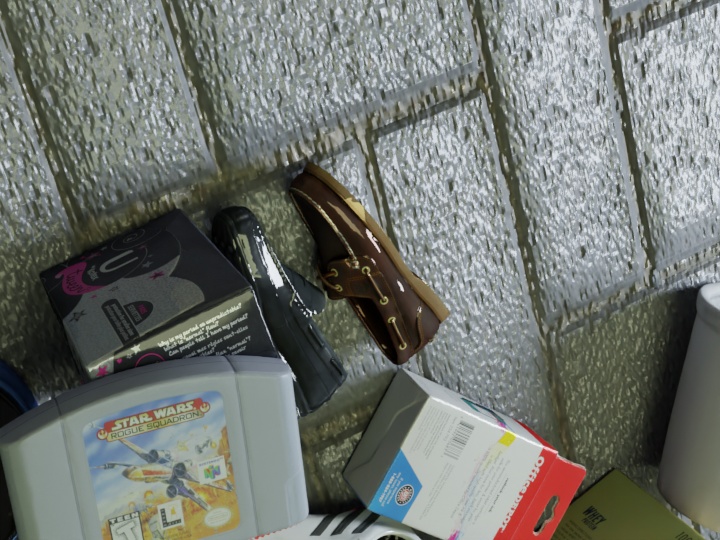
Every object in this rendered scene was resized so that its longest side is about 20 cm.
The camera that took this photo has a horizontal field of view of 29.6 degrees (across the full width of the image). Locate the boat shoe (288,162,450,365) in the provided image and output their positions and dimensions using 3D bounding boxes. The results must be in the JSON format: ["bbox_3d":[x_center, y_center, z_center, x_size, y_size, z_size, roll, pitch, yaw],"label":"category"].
[{"bbox_3d":[0.000,0.000,1.131,0.070,0.070,0.200,-45,119,-8],"label":"boat shoe"}]

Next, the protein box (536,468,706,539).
[{"bbox_3d":[0.243,0.334,1.283,0.199,0.198,0.136,-36,119,-9],"label":"protein box"}]

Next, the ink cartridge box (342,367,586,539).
[{"bbox_3d":[0.097,0.184,1.240,0.198,0.067,0.117,27,96,-29],"label":"ink cartridge box"}]

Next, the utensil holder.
[{"bbox_3d":[0.381,0.134,1.298,0.167,0.170,0.203,3,109,-25],"label":"utensil holder"}]

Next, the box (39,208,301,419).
[{"bbox_3d":[-0.148,0.052,1.008,0.131,0.200,0.116,-25,115,-13],"label":"box"}]

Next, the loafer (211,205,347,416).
[{"bbox_3d":[-0.065,0.028,1.117,0.070,0.068,0.203,-33,123,-19],"label":"loafer"}]

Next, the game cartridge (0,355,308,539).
[{"bbox_3d":[-0.135,0.130,0.907,0.197,0.042,0.135,-14,117,-17],"label":"game cartridge"}]

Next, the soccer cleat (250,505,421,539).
[{"bbox_3d":[-0.032,0.247,1.177,0.198,0.085,0.070,-3,108,-35],"label":"soccer cleat"}]

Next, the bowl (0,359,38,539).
[{"bbox_3d":[-0.339,0.154,1.049,0.198,0.039,0.204,-8,110,-21],"label":"bowl"}]
